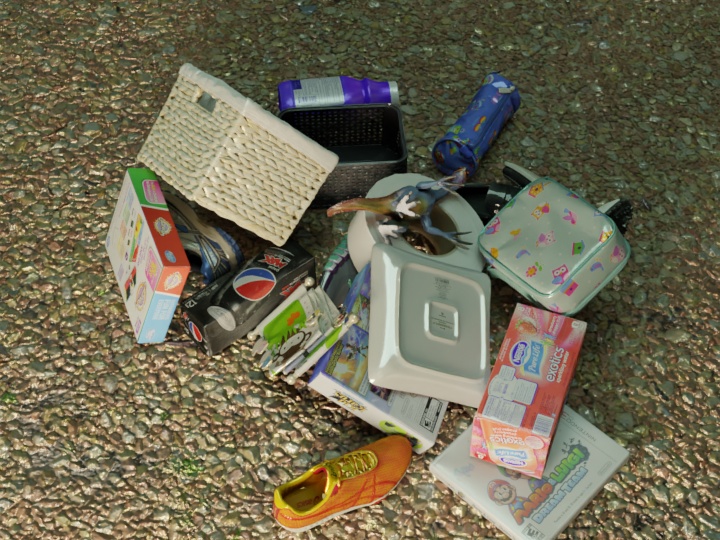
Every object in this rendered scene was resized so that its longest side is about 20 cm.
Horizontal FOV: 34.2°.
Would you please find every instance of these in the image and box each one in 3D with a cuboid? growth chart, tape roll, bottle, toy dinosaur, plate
[{"bbox_3d":[-0.084,0.083,1.577,0.145,0.018,0.200,-46,27,-2],"label":"growth chart"},{"bbox_3d":[0.084,-0.043,1.697,0.201,0.071,0.204,14,50,-16],"label":"tape roll"},{"bbox_3d":[-0.037,-0.282,1.942,0.198,0.066,0.084,-7,51,-7],"label":"bottle"},{"bbox_3d":[0.080,-0.110,1.644,0.199,0.106,0.182,24,28,6],"label":"toy dinosaur"},{"bbox_3d":[0.102,0.071,1.566,0.198,0.032,0.202,15,63,-28],"label":"plate"}]

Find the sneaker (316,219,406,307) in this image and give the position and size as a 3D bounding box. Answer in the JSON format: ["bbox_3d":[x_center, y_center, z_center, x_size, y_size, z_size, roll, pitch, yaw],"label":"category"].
[{"bbox_3d":[0.000,0.000,1.702,0.087,0.075,0.201,20,52,10],"label":"sneaker"}]

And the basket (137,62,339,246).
[{"bbox_3d":[-0.177,-0.165,1.678,0.198,0.199,0.162,35,96,46],"label":"basket"}]

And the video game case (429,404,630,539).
[{"bbox_3d":[0.221,0.249,1.524,0.182,0.024,0.200,36,59,26],"label":"video game case"}]

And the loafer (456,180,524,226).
[{"bbox_3d":[0.207,-0.098,1.751,0.199,0.070,0.069,5,60,29],"label":"loafer"}]

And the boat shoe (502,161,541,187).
[{"bbox_3d":[0.288,-0.099,1.796,0.200,0.061,0.074,38,16,26],"label":"boat shoe"}]

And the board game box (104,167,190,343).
[{"bbox_3d":[-0.306,-0.022,1.661,0.040,0.154,0.201,-1,46,-31],"label":"board game box"}]

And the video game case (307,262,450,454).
[{"bbox_3d":[0.044,0.116,1.573,0.181,0.045,0.201,33,51,-11],"label":"video game case"}]

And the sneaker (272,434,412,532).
[{"bbox_3d":[-0.017,0.264,1.473,0.199,0.077,0.073,-27,59,-21],"label":"sneaker"}]

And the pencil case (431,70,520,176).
[{"bbox_3d":[0.193,-0.237,1.896,0.078,0.087,0.200,42,56,-9],"label":"pencil case"}]

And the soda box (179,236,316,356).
[{"bbox_3d":[-0.157,0.035,1.668,0.199,0.071,0.063,-34,54,-26],"label":"soda box"}]

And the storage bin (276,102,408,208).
[{"bbox_3d":[-0.030,-0.180,1.839,0.198,0.094,0.136,-3,49,-4],"label":"storage bin"}]

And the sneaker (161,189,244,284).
[{"bbox_3d":[-0.271,-0.048,1.737,0.199,0.077,0.085,31,60,24],"label":"sneaker"}]

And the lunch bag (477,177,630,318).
[{"bbox_3d":[0.261,-0.030,1.619,0.161,0.077,0.200,-47,39,0],"label":"lunch bag"}]

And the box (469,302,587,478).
[{"bbox_3d":[0.220,0.154,1.529,0.102,0.095,0.201,16,50,12],"label":"box"}]

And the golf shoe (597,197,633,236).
[{"bbox_3d":[0.306,-0.044,1.703,0.200,0.078,0.095,-43,47,0],"label":"golf shoe"}]
